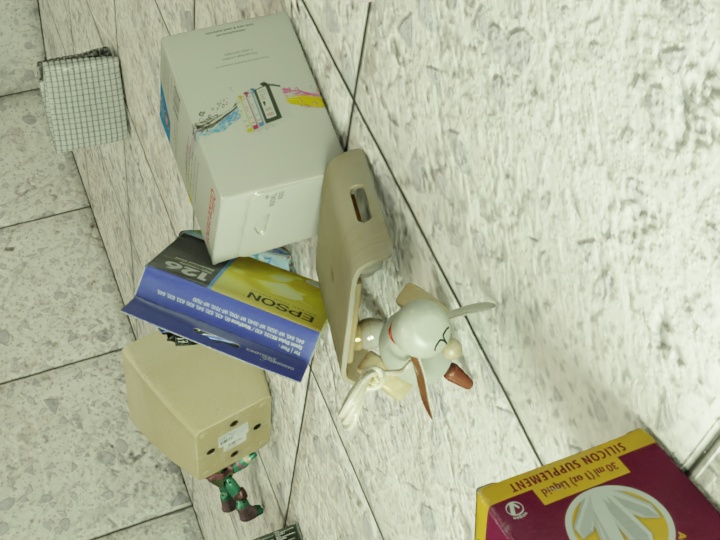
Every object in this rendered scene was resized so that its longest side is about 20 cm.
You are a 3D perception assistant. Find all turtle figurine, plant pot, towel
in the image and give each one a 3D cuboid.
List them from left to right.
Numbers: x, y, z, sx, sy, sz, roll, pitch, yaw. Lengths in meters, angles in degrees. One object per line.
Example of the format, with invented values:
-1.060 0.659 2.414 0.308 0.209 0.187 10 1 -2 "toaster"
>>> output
-0.571 -0.354 2.393 0.086 0.163 0.203 -120 23 -52 "towel"
-0.241 0.202 1.826 0.178 0.198 0.202 50 151 30 "plant pot"
-0.238 0.341 2.063 0.150 0.099 0.203 33 141 64 "turtle figurine"

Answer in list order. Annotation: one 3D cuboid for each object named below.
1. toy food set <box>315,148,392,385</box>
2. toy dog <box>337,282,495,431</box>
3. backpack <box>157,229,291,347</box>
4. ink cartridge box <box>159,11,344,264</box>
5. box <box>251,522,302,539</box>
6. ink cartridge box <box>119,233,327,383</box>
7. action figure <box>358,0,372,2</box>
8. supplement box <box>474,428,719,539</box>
0.000 0.000 1.157 0.202 0.059 0.145 98 162 -48 "toy food set"
0.059 0.071 0.946 0.133 0.095 0.200 -60 0 14 "toy dog"
-0.172 0.025 1.489 0.200 0.180 0.150 -175 94 -74 "backpack"
-0.117 -0.139 1.235 0.148 0.142 0.203 113 138 -63 "ink cartridge box"
-0.198 0.484 1.880 0.194 0.197 0.048 108 141 -60 "box"
-0.129 0.031 1.226 0.200 0.195 0.048 -67 -2 -75 "ink cartridge box"
-0.011 -0.338 0.897 0.148 0.133 0.202 32 -144 -47 "action figure"
0.166 0.209 0.691 0.200 0.129 0.105 -128 29 -48 "supplement box"
